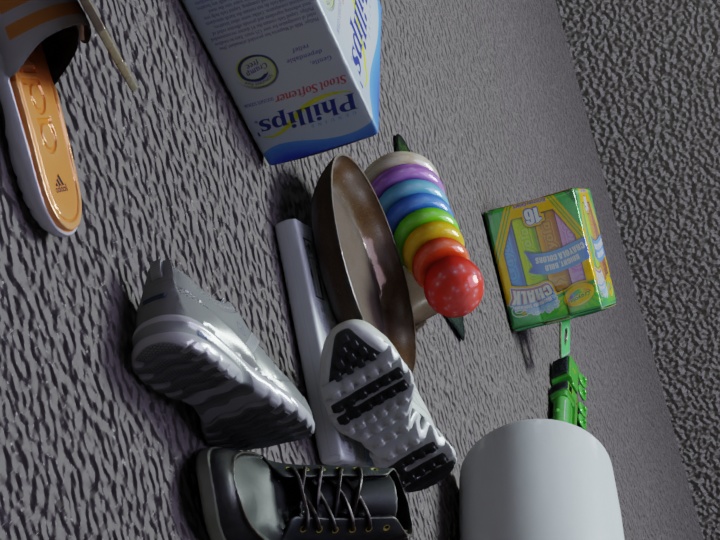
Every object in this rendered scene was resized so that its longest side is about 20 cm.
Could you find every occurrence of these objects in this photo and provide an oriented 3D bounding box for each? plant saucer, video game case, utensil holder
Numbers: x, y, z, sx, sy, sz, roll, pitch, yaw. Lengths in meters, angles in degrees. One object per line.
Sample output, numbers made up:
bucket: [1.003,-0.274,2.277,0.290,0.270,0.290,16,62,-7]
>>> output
plant saucer: [0.000,0.000,1.707,0.200,0.032,0.202,-16,90,-76]
video game case: [-0.016,0.070,1.684,0.182,0.023,0.202,30,47,-71]
utensil holder: [0.174,0.269,1.935,0.201,0.168,0.171,-91,160,-51]

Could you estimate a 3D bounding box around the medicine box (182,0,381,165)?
medicine box: [-0.062,-0.225,1.636,0.183,0.102,0.201,-88,157,-47]

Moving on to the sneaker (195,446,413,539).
sneaker: [-0.036,0.152,1.362,0.200,0.105,0.076,39,39,-67]

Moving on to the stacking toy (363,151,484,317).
stacking toy: [0.059,-0.026,1.825,0.086,0.085,0.200,64,-1,-36]

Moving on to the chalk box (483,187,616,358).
chalk box: [0.246,0.007,2.528,0.124,0.123,0.202,-12,88,-75]

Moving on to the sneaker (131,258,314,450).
sneaker: [-0.085,0.059,1.330,0.200,0.074,0.083,52,29,-56]

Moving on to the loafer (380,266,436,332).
loafer: [0.048,0.016,1.880,0.200,0.070,0.074,-63,136,-69]

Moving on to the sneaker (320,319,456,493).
sneaker: [0.012,0.098,1.600,0.201,0.075,0.081,62,6,-48]

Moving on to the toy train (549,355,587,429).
toy train: [0.270,0.181,2.625,0.057,0.041,0.201,58,20,-23]

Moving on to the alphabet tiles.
alphabet tiles: [-0.181,-0.194,1.189,0.167,0.006,0.200,61,-3,9]

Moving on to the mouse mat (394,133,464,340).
mouse mat: [0.076,-0.034,2.163,0.200,0.007,0.162,54,26,-53]

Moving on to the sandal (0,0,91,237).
sandal: [-0.182,-0.126,1.174,0.079,0.059,0.209,-35,109,-75]
